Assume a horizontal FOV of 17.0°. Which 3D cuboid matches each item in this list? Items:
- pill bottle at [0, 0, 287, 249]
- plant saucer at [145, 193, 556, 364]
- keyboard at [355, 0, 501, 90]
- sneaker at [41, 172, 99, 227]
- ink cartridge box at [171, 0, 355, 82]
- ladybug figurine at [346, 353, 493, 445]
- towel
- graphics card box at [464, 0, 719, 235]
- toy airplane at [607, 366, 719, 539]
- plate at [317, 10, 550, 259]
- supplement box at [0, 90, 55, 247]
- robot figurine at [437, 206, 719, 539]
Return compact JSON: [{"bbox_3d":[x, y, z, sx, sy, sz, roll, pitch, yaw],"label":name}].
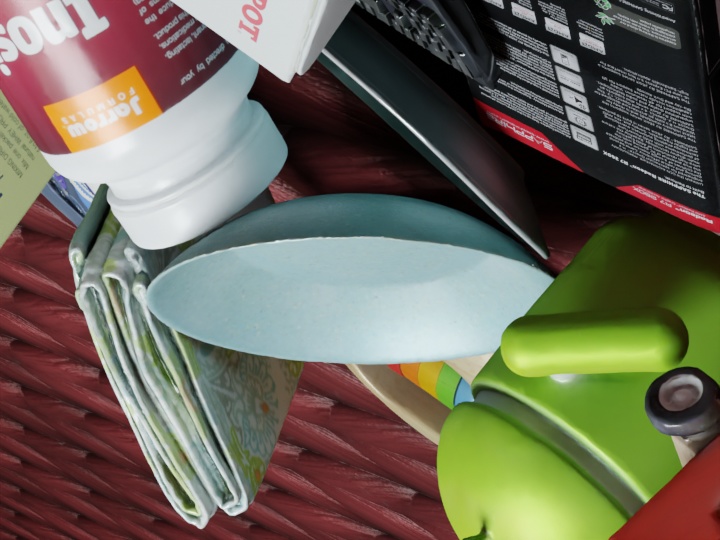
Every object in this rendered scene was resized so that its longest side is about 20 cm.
[{"bbox_3d":[-0.116,-0.114,1.076,0.113,0.113,0.201,6,133,56],"label":"pill bottle"},{"bbox_3d":[0.000,0.000,1.124,0.199,0.039,0.201,2,162,1],"label":"plant saucer"},{"bbox_3d":[-0.023,-0.145,0.966,0.200,0.021,0.127,37,165,47],"label":"keyboard"},{"bbox_3d":[-0.167,-0.083,1.369,0.146,0.081,0.200,19,163,29],"label":"sneaker"},{"bbox_3d":[-0.070,-0.177,0.815,0.199,0.084,0.145,35,155,5],"label":"ink cartridge box"},{"bbox_3d":[0.058,0.041,1.281,0.200,0.072,0.136,36,154,25],"label":"ladybug figurine"},{"bbox_3d":[-0.084,0.010,1.252,0.048,0.200,0.172,-10,122,20],"label":"towel"},{"bbox_3d":[0.091,-0.100,0.914,0.125,0.051,0.200,27,163,25],"label":"graphics card box"},{"bbox_3d":[0.217,0.077,0.905,0.199,0.200,0.142,14,-145,-23],"label":"toy airplane"},{"bbox_3d":[0.016,-0.080,1.072,0.200,0.026,0.200,42,-179,-1],"label":"plate"},{"bbox_3d":[-0.233,-0.128,1.173,0.134,0.200,0.200,20,158,37],"label":"supplement box"},{"bbox_3d":[0.113,0.059,1.035,0.115,0.200,0.176,33,164,32],"label":"robot figurine"}]
